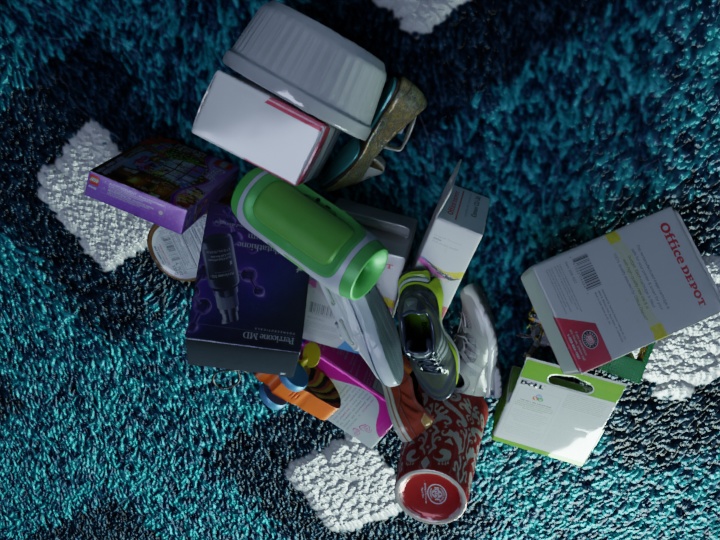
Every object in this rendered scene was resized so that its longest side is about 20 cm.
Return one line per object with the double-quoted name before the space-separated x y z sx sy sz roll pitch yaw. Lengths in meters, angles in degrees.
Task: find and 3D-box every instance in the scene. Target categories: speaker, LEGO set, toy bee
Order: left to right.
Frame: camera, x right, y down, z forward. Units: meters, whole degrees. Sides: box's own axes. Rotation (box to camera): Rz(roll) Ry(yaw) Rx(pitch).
"toy bee" -0.114 0.138 1.112 0.130 0.109 0.200 -26 134 16
"speaker" -0.065 -0.048 0.943 0.200 0.088 0.089 35 125 20
"LEGO set" 0.330 0.070 1.077 0.199 0.116 0.155 12 92 4

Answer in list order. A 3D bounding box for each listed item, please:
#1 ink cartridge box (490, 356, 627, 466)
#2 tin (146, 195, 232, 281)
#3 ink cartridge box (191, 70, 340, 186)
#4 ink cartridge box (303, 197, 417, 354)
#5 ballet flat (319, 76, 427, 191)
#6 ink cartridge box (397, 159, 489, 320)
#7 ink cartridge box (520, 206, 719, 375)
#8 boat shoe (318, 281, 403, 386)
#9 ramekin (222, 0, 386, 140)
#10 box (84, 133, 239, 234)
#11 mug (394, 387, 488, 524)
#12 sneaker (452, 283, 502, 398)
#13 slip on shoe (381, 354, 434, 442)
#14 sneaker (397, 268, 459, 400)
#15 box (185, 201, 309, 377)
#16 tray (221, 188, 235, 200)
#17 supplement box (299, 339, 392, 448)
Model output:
"ink cartridge box" 0.291 0.186 1.127 0.147 0.076 0.201 15 133 6
"tin" -0.227 -0.044 1.141 0.199 0.042 0.112 -11 119 20
"ink cartridge box" -0.111 -0.180 0.969 0.145 0.200 0.085 27 102 -1
"ink cartridge box" 0.000 0.000 1.093 0.128 0.125 0.201 16 121 5
"ballet flat" 0.020 -0.169 1.031 0.071 0.071 0.200 36 122 -7
"ink cartridge box" 0.120 -0.037 1.044 0.067 0.117 0.201 21 123 1
"ink cartridge box" 0.328 0.029 0.971 0.199 0.083 0.146 -22 80 -3
"boat shoe" -0.002 0.065 1.021 0.066 0.074 0.201 -15 102 24
"ramekin" -0.059 -0.247 0.933 0.201 0.202 0.095 28 101 -2
"box" -0.265 -0.125 1.049 0.136 0.200 0.039 22 116 1
"mug" 0.135 0.291 1.178 0.133 0.200 0.178 -31 107 27
"sneaker" 0.163 0.114 1.138 0.081 0.075 0.201 -8 118 8
"slip on shoe" 0.062 0.159 1.139 0.061 0.201 0.074 -24 136 8
"sneaker" 0.084 0.101 1.019 0.073 0.081 0.201 -7 121 21
"box" -0.144 0.027 1.015 0.147 0.201 0.104 7 154 -8
"tray" -0.179 -0.027 1.179 0.098 0.037 0.201 6 119 12
"supplement box" -0.027 0.171 1.212 0.199 0.103 0.101 36 121 -5
